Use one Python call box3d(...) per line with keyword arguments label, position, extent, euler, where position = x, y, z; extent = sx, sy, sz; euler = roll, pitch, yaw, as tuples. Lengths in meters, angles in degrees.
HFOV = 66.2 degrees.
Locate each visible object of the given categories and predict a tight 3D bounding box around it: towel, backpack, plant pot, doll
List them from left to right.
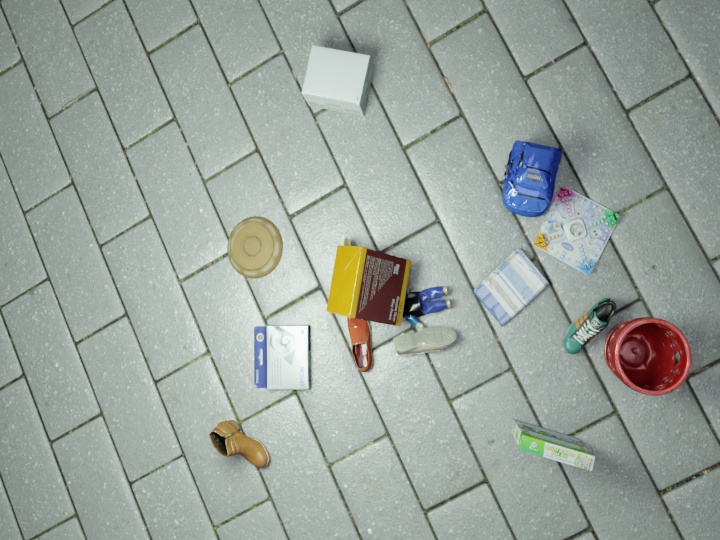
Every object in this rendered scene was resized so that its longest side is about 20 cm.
box3d(label="plant pot", position=(-0.351, -0.077, 1.817), extent=(0.192, 0.027, 0.208), euler=(-1, 86, 8))
box3d(label="doll", position=(0.180, 0.111, 1.713), extent=(0.193, 0.048, 0.142), euler=(-13, 83, 7))
box3d(label="towel", position=(0.459, 0.050, 1.689), extent=(0.199, 0.024, 0.148), euler=(-43, 84, 6))
box3d(label="backpack", position=(0.498, -0.269, 1.635), extent=(0.157, 0.167, 0.207), euler=(14, 92, 15))
box3d(label="plant pot", position=(0.787, 0.234, 1.546), extent=(0.193, 0.182, 0.209), euler=(-1, 86, 7))

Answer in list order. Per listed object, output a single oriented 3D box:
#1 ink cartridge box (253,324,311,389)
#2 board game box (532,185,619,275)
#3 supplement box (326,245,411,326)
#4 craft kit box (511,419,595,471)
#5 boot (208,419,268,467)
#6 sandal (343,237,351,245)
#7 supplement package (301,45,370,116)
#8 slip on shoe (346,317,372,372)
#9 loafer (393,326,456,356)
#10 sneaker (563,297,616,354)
box3d(label="ink cartridge box", position=(-0.256, 0.278, 1.771), extent=(0.192, 0.041, 0.208), euler=(-3, 86, 8))
box3d(label="board game box", position=(0.653, -0.124, 1.670), extent=(0.196, 0.026, 0.205), euler=(29, 91, 10))
box3d(label="supplement box", position=(0.026, 0.046, 1.649), extent=(0.195, 0.131, 0.205), euler=(12, 87, -35))
box3d(label="craft kit box", position=(0.537, 0.489, 1.560), extent=(0.193, 0.197, 0.050), euler=(14, 87, 10))
box3d(label="boot", position=(-0.376, 0.549, 1.713), extent=(0.077, 0.155, 0.201), euler=(-42, 82, 3))
box3d(label="sandal", position=(-0.002, 0.000, 1.749), extent=(0.067, 0.077, 0.220), euler=(-10, 91, -19))
box3d(label="supplement package", position=(-0.071, -0.606, 1.768), extent=(0.193, 0.111, 0.161), euler=(13, 88, 8))
box3d(label="slip on shoe", position=(-0.002, 0.216, 1.728), extent=(0.071, 0.061, 0.208), euler=(-10, 83, 9))
box3d(label="loafer", position=(0.200, 0.223, 1.705), extent=(0.193, 0.064, 0.074), euler=(-10, 52, 5))
box3d(label="sneaker", position=(0.672, 0.161, 1.619), extent=(0.071, 0.080, 0.202), euler=(39, 93, 9))
